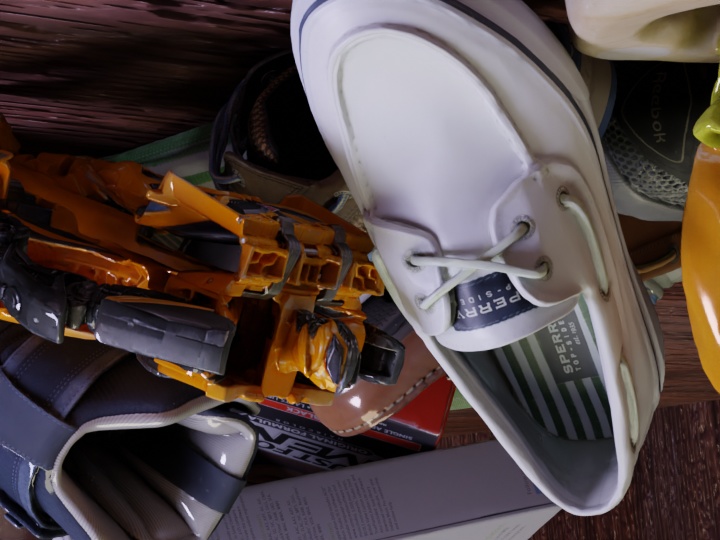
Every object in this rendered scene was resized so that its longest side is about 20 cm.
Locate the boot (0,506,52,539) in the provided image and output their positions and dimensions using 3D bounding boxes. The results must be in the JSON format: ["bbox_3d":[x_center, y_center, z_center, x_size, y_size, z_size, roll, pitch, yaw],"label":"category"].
[{"bbox_3d":[-0.161,0.127,0.874,0.199,0.064,0.187,5,134,-26],"label":"boot"}]

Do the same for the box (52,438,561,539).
[{"bbox_3d":[-0.036,0.121,0.840,0.199,0.036,0.144,-8,155,-25],"label":"box"}]

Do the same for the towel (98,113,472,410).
[{"bbox_3d":[0.000,0.000,0.859,0.200,0.023,0.152,35,149,-33],"label":"towel"}]

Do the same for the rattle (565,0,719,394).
[{"bbox_3d":[0.124,-0.041,0.536,0.130,0.143,0.200,17,172,-19],"label":"rattle"}]

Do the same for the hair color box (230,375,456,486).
[{"bbox_3d":[-0.020,0.064,0.903,0.101,0.061,0.200,17,155,1],"label":"hair color box"}]

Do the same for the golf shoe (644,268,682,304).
[{"bbox_3d":[0.123,-0.033,0.915,0.097,0.078,0.200,-27,171,14],"label":"golf shoe"}]

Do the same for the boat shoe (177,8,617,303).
[{"bbox_3d":[-0.009,-0.038,0.701,0.072,0.072,0.200,32,138,-27],"label":"boat shoe"}]

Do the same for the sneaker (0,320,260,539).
[{"bbox_3d":[-0.089,0.045,0.767,0.146,0.077,0.202,27,-171,19],"label":"sneaker"}]

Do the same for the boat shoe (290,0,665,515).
[{"bbox_3d":[0.043,-0.007,0.615,0.073,0.067,0.200,-19,131,24],"label":"boat shoe"}]

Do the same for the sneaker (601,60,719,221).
[{"bbox_3d":[0.176,-0.046,0.747,0.199,0.077,0.114,8,173,-38],"label":"sneaker"}]

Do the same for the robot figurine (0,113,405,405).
[{"bbox_3d":[-0.082,-0.010,0.641,0.200,0.058,0.145,18,-174,30],"label":"robot figurine"}]

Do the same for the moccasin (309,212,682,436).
[{"bbox_3d":[0.061,0.011,0.767,0.074,0.078,0.201,-12,-166,46],"label":"moccasin"}]
